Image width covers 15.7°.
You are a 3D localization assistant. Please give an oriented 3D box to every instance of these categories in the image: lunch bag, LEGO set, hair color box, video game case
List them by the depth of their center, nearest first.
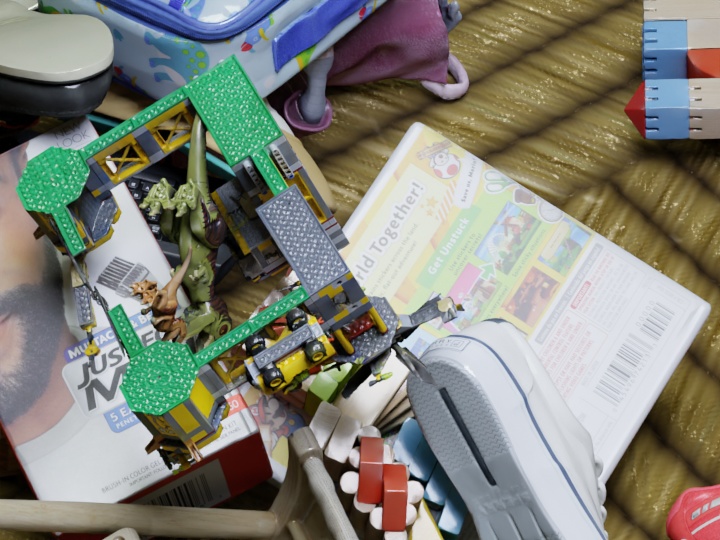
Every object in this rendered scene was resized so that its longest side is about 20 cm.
[{"bbox_3d":[-0.060,0.008,1.221,0.154,0.116,0.200,-38,54,-4],"label":"LEGO set"},{"bbox_3d":[-0.137,0.034,1.286,0.111,0.064,0.200,-27,63,-8],"label":"hair color box"},{"bbox_3d":[0.051,0.052,1.321,0.182,0.023,0.200,32,74,6],"label":"video game case"},{"bbox_3d":[-0.065,-0.175,1.404,0.160,0.083,0.200,29,53,30],"label":"lunch bag"}]

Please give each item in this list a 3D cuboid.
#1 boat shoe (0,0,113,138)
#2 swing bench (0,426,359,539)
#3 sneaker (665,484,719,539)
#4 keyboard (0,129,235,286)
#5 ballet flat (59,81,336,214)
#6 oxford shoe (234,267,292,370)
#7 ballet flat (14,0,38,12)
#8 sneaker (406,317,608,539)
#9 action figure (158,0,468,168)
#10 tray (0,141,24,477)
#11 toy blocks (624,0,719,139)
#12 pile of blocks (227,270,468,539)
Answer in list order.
[{"bbox_3d":[-0.181,-0.101,1.358,0.073,0.063,0.201,-16,19,-29],"label":"boat shoe"},{"bbox_3d":[-0.080,0.199,1.172,0.199,0.130,0.199,-8,49,-23],"label":"swing bench"},{"bbox_3d":[0.239,0.097,1.346,0.200,0.077,0.085,-28,52,-30],"label":"sneaker"},{"bbox_3d":[-0.157,-0.042,1.389,0.199,0.040,0.104,13,46,4],"label":"keyboard"},{"bbox_3d":[-0.091,-0.087,1.403,0.199,0.069,0.063,22,85,23],"label":"ballet flat"},{"bbox_3d":[0.000,0.000,1.401,0.075,0.071,0.200,21,48,14],"label":"oxford shoe"},{"bbox_3d":[-0.156,-0.142,1.510,0.199,0.071,0.071,-5,49,-14],"label":"ballet flat"},{"bbox_3d":[0.094,0.114,1.255,0.071,0.073,0.201,-33,104,-46],"label":"sneaker"},{"bbox_3d":[-0.049,-0.119,1.498,0.200,0.149,0.134,-43,59,-15],"label":"action figure"},{"bbox_3d":[-0.168,0.015,1.386,0.098,0.037,0.200,-10,51,-17],"label":"tray"},{"bbox_3d":[0.225,-0.131,1.550,0.136,0.100,0.201,0,47,6],"label":"toy blocks"},{"bbox_3d":[0.010,0.082,1.265,0.082,0.062,0.200,-29,78,-11],"label":"pile of blocks"}]
